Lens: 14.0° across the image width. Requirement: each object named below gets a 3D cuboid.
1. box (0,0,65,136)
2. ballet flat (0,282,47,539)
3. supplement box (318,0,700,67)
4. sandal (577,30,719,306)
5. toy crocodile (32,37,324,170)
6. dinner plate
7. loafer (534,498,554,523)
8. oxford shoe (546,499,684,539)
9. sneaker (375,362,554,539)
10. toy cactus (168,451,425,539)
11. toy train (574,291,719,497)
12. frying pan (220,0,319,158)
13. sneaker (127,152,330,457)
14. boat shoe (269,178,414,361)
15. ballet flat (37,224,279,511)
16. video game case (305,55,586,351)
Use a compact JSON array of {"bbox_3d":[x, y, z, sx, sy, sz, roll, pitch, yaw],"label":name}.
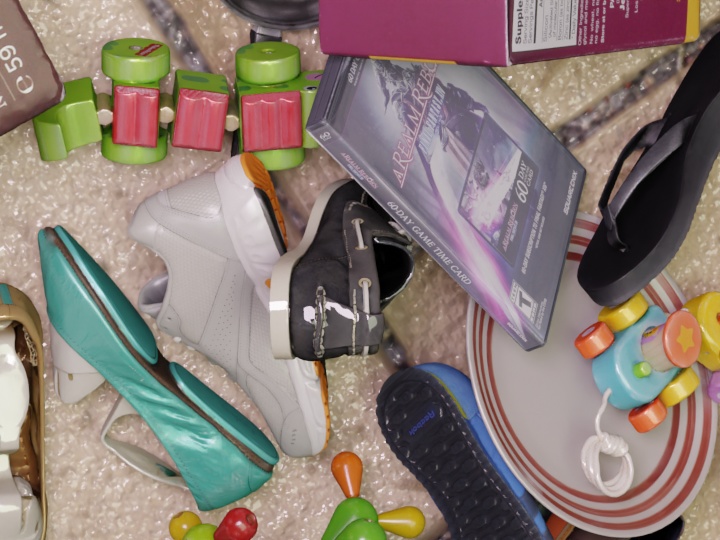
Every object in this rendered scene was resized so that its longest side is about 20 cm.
[{"bbox_3d":[-0.288,-0.120,1.527,0.200,0.164,0.166,-31,108,-11],"label":"box"},{"bbox_3d":[-0.208,0.108,1.649,0.068,0.063,0.201,-4,101,-17],"label":"ballet flat"},{"bbox_3d":[0.087,-0.172,1.615,0.200,0.131,0.104,-11,105,-51],"label":"supplement box"},{"bbox_3d":[0.177,-0.068,1.735,0.043,0.076,0.201,37,70,-23],"label":"sandal"},{"bbox_3d":[-0.085,-0.089,1.642,0.199,0.062,0.068,0,112,-9],"label":"toy crocodile"},{"bbox_3d":[0.134,0.062,1.734,0.200,0.024,0.201,15,65,-34],"label":"dinner plate"},{"bbox_3d":[0.075,0.227,1.764,0.072,0.063,0.201,26,91,-21],"label":"loafer"},{"bbox_3d":[0.122,0.208,1.721,0.200,0.072,0.071,-58,134,-24],"label":"oxford shoe"},{"bbox_3d":[0.082,0.141,1.706,0.066,0.078,0.201,-37,70,26],"label":"sneaker"},{"bbox_3d":[-0.058,0.177,1.685,0.165,0.200,0.103,-34,70,26],"label":"toy cactus"},{"bbox_3d":[0.217,0.080,1.744,0.199,0.056,0.151,7,68,-38],"label":"toy train"},{"bbox_3d":[-0.034,-0.159,1.676,0.115,0.031,0.191,-14,117,-13],"label":"frying pan"},{"bbox_3d":[-0.075,0.027,1.668,0.092,0.076,0.201,-15,121,5],"label":"sneaker"},{"bbox_3d":[0.000,0.000,1.632,0.067,0.200,0.072,-3,109,12],"label":"boat shoe"},{"bbox_3d":[-0.133,0.065,1.668,0.070,0.067,0.200,-40,108,6],"label":"ballet flat"},{"bbox_3d":[0.053,-0.068,1.665,0.200,0.019,0.143,45,42,-29],"label":"video game case"}]
